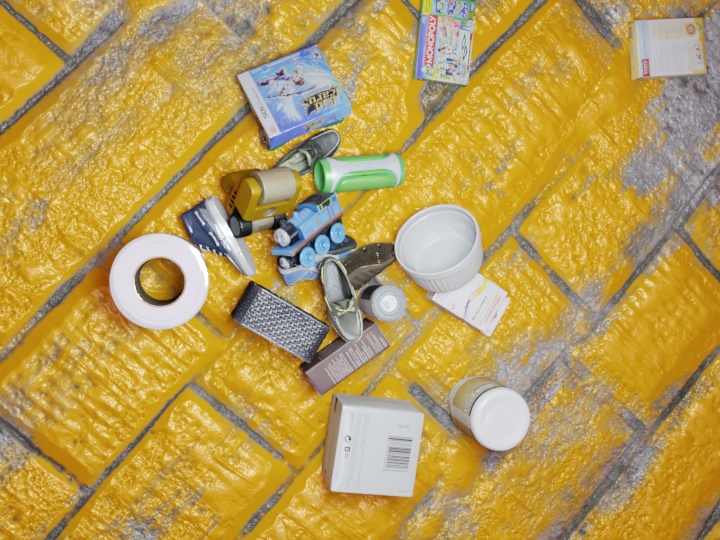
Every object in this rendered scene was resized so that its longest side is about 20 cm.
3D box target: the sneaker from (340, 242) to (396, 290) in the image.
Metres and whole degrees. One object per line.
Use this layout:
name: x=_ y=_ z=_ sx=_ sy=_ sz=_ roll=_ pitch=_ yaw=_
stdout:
sneaker: x=0.000 y=0.000 z=1.657 sx=0.200 sy=0.076 sz=0.071 roll=-24 pitch=55 yaw=-14

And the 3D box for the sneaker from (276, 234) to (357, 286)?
sneaker: x=-0.100 y=-0.028 z=1.634 sx=0.199 sy=0.076 sz=0.077 roll=-20 pitch=135 yaw=-19

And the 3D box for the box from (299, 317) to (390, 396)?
box: x=-0.037 y=0.198 z=1.636 sx=0.200 sy=0.100 sz=0.075 roll=-33 pitch=99 yaw=-9

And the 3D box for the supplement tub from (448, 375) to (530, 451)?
supplement tub: x=0.296 y=0.329 z=1.666 sx=0.144 sy=0.200 sz=0.145 roll=-1 pitch=93 yaw=-12

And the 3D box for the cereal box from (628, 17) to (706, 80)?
cereal box: x=0.786 y=-0.568 z=1.809 sx=0.199 sy=0.040 sz=0.144 roll=-6 pitch=94 yaw=-12

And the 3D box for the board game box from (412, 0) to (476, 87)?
board game box: x=0.200 y=-0.549 z=1.685 sx=0.134 sy=0.029 sz=0.201 roll=5 pitch=92 yaw=-14

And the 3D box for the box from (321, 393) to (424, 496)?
box: x=0.026 y=0.404 z=1.645 sx=0.199 sy=0.131 sz=0.200 roll=8 pitch=91 yaw=-12

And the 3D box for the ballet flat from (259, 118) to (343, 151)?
ballet flat: x=-0.138 y=-0.340 z=1.605 sx=0.199 sy=0.068 sz=0.075 roll=-24 pitch=89 yaw=-7

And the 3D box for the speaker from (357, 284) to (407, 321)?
speaker: x=0.047 y=0.072 z=1.597 sx=0.081 sy=0.200 sz=0.082 roll=0 pitch=90 yaw=-8

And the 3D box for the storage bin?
storage bin: x=-0.180 y=0.112 z=1.580 sx=0.200 sy=0.135 sz=0.094 roll=32 pitch=86 yaw=-12

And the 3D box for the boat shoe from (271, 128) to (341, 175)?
boat shoe: x=-0.123 y=-0.255 z=1.609 sx=0.201 sy=0.066 sz=0.072 roll=-36 pitch=98 yaw=-9

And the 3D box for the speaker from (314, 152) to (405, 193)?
speaker: x=-0.001 y=-0.223 z=1.615 sx=0.199 sy=0.088 sz=0.089 roll=-8 pitch=95 yaw=-23

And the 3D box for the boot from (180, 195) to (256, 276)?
boot: x=-0.317 y=-0.062 z=1.584 sx=0.090 sy=0.073 sz=0.200 roll=-27 pitch=100 yaw=9

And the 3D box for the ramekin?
ramekin: x=0.188 y=-0.044 z=1.629 sx=0.200 sy=0.200 sz=0.105 roll=-41 pitch=140 yaw=-7

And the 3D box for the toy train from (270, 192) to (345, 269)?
toy train: x=-0.115 y=-0.086 z=1.544 sx=0.200 sy=0.087 sz=0.115 roll=-42 pitch=121 yaw=-38

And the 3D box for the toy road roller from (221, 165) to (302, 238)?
toy road roller: x=-0.228 y=-0.175 z=1.531 sx=0.123 sy=0.200 sz=0.146 roll=-17 pitch=68 yaw=-35

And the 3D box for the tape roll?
tape roll: x=-0.428 y=0.019 z=1.519 sx=0.202 sy=0.139 sz=0.203 roll=-1 pitch=94 yaw=-12

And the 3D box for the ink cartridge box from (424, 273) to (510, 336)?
ink cartridge box: x=0.273 y=0.070 z=1.714 sx=0.200 sy=0.067 sz=0.117 roll=31 pitch=85 yaw=-12

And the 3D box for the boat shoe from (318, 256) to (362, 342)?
boat shoe: x=-0.044 y=0.066 z=1.563 sx=0.072 sy=0.060 sz=0.202 roll=-18 pitch=91 yaw=-5

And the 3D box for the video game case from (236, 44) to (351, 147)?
video game case: x=-0.147 y=-0.391 z=1.570 sx=0.200 sy=0.045 sz=0.182 roll=-25 pitch=72 yaw=-10
